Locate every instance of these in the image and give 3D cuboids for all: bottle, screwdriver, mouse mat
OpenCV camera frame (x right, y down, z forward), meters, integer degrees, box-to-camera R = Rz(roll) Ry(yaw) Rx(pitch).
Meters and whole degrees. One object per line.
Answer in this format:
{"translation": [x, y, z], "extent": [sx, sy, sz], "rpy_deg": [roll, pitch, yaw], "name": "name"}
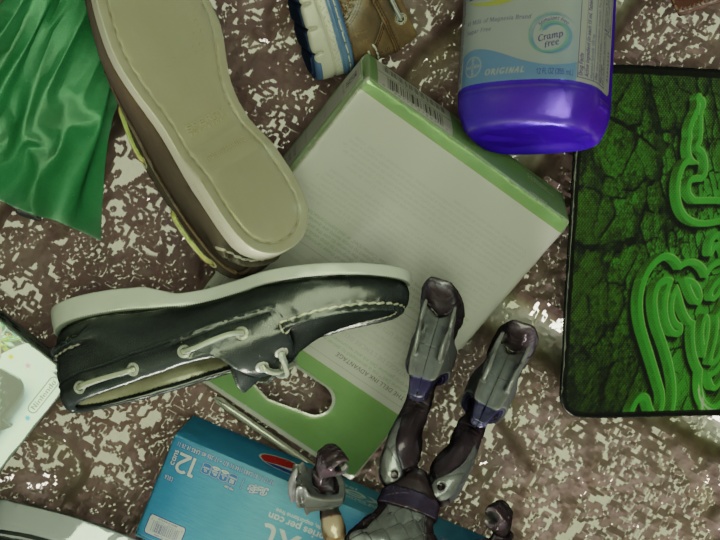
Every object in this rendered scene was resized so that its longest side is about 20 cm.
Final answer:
{"translation": [0.100, -0.165, 1.475], "extent": [0.083, 0.065, 0.200], "rpy_deg": [-2, 75, 24], "name": "bottle"}
{"translation": [-0.002, 0.131, 1.538], "extent": [0.200, 0.029, 0.028], "rpy_deg": [35, 100, -8], "name": "screwdriver"}
{"translation": [0.188, -0.015, 1.527], "extent": [0.161, 0.008, 0.200], "rpy_deg": [0, 97, -25], "name": "mouse mat"}

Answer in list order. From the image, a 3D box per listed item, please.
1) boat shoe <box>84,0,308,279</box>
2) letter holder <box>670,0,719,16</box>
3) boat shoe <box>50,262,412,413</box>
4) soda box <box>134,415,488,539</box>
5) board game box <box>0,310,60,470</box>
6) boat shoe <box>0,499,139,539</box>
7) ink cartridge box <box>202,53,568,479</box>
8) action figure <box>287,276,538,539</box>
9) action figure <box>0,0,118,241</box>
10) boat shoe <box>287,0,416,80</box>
{"translation": [-0.099, -0.089, 1.446], "extent": [0.072, 0.060, 0.200], "rpy_deg": [-26, 84, -33], "name": "boat shoe"}
{"translation": [0.205, -0.260, 1.445], "extent": [0.101, 0.142, 0.200], "rpy_deg": [-31, 100, -33], "name": "letter holder"}
{"translation": [-0.068, 0.037, 1.448], "extent": [0.200, 0.076, 0.060], "rpy_deg": [-10, 74, 12], "name": "boat shoe"}
{"translation": [-0.019, 0.152, 1.502], "extent": [0.200, 0.068, 0.064], "rpy_deg": [23, 98, 2], "name": "soda box"}
{"translation": [-0.281, 0.051, 1.486], "extent": [0.200, 0.064, 0.148], "rpy_deg": [38, 91, -7], "name": "board game box"}
{"translation": [-0.123, 0.191, 1.511], "extent": [0.199, 0.074, 0.068], "rpy_deg": [27, 78, -17], "name": "boat shoe"}
{"translation": [0.000, 0.000, 1.507], "extent": [0.146, 0.048, 0.200], "rpy_deg": [35, 108, -16], "name": "ink cartridge box"}
{"translation": [0.031, 0.111, 1.441], "extent": [0.130, 0.069, 0.200], "rpy_deg": [21, 69, -3], "name": "action figure"}
{"translation": [-0.165, -0.129, 1.476], "extent": [0.118, 0.055, 0.200], "rpy_deg": [23, 82, -22], "name": "action figure"}
{"translation": [-0.018, -0.210, 1.486], "extent": [0.072, 0.072, 0.200], "rpy_deg": [-16, 107, -8], "name": "boat shoe"}
